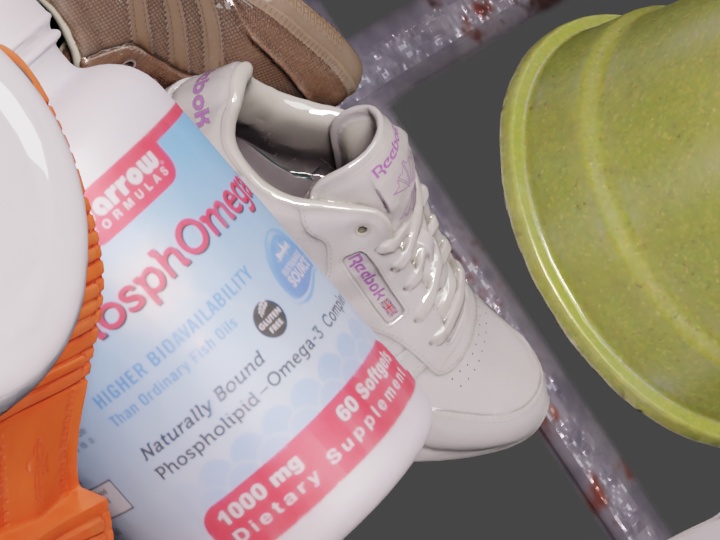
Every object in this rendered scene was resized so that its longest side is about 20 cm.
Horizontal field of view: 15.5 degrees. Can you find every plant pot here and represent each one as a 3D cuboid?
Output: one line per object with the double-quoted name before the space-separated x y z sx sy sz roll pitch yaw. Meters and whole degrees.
"plant pot" 0.190 -0.054 1.071 0.200 0.184 0.200 22 53 -32

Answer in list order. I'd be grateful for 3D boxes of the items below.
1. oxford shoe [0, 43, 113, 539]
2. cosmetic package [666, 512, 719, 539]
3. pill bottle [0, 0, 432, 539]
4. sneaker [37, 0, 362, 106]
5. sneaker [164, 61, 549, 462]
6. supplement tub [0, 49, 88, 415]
"oxford shoe" -0.120 0.033 0.773 0.071 0.073 0.200 -15 105 -59
"cosmetic package" 0.186 0.181 0.988 0.081 0.113 0.200 10 63 -38
"pill bottle" -0.078 0.007 0.850 0.200 0.109 0.109 49 44 -9
"sneaker" -0.084 -0.090 0.942 0.200 0.070 0.076 31 88 -42
"sneaker" 0.000 0.000 0.931 0.200 0.100 0.075 34 45 -25
"supplement tub" -0.171 0.016 0.695 0.123 0.200 0.123 20 56 -33
